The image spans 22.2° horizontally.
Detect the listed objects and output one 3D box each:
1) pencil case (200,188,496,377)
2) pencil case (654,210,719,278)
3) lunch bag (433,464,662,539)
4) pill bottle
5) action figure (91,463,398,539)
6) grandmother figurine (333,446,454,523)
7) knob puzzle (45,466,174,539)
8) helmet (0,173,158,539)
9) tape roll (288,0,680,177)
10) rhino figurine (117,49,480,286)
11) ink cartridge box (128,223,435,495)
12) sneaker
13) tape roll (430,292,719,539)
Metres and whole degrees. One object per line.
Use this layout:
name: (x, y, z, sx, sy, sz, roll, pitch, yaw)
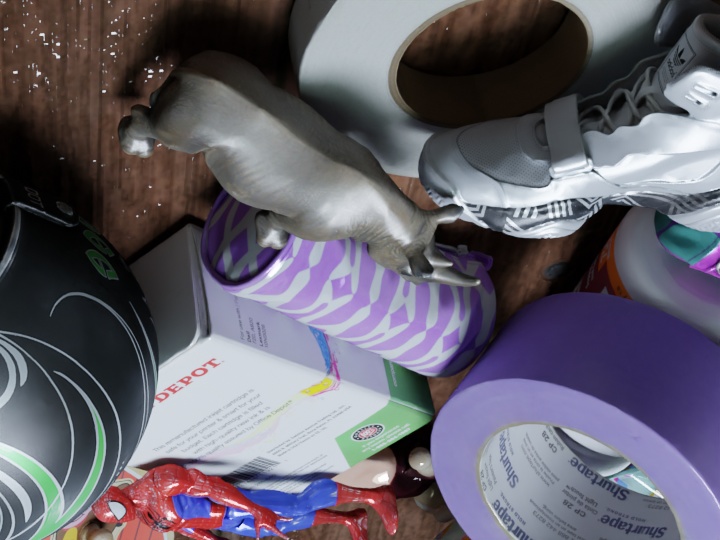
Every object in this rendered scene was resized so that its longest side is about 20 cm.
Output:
pencil case: (0.000, 0.000, 1.068, 0.200, 0.084, 0.086, 24, 98, -46)
pencil case: (0.238, -0.076, 1.021, 0.085, 0.092, 0.200, 17, 140, -5)
lunch bag: (0.149, 0.195, 1.313, 0.200, 0.122, 0.170, -37, -179, -1)
pill bottle: (0.179, 0.048, 1.171, 0.113, 0.113, 0.200, 1, 145, -21)
action figure: (-0.074, 0.153, 1.153, 0.200, 0.052, 0.065, 11, 149, -26)
grandmother figurine: (0.010, 0.141, 1.314, 0.200, 0.061, 0.121, 17, 165, -42)
knob puzzle: (-0.201, 0.208, 1.274, 0.220, 0.030, 0.220, -29, 136, -31)
helmet: (-0.205, 0.056, 0.981, 0.200, 0.200, 0.191, -20, 135, 11)
tape roll: (0.063, -0.120, 0.944, 0.203, 0.037, 0.203, -9, 148, -6)
rhino figurine: (-0.023, -0.043, 0.935, 0.200, 0.060, 0.087, 32, 156, -9)
ink cartridge box: (-0.077, 0.064, 1.133, 0.145, 0.084, 0.200, -33, 143, 30)
sneaker: (0.131, -0.080, 0.933, 0.200, 0.075, 0.115, 1, 134, -3)
tape roll: (0.148, 0.116, 1.105, 0.200, 0.085, 0.200, 22, 138, 21)
